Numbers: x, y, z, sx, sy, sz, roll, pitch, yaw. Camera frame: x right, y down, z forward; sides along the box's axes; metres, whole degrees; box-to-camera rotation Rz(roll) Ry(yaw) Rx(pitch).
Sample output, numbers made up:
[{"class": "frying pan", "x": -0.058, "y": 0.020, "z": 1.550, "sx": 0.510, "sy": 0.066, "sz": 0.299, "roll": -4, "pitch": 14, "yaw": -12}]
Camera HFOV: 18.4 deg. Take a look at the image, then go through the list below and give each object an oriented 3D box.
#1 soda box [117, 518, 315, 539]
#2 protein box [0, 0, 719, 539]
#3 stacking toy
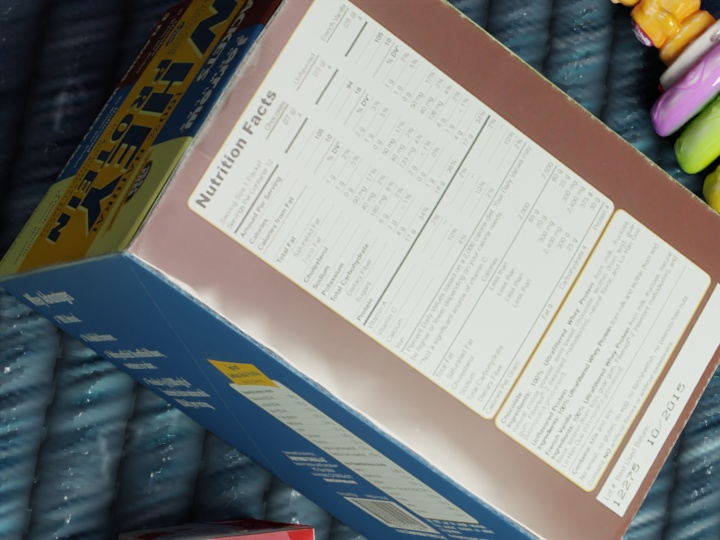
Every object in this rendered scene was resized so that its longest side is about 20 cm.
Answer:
[{"class": "soda box", "x": -0.050, "y": 0.199, "z": 0.856, "sx": 0.063, "sy": 0.070, "sz": 0.201, "roll": -4, "pitch": 88, "yaw": -22}, {"class": "protein box", "x": 0.000, "y": 0.000, "z": 0.817, "sx": 0.200, "sy": 0.198, "sz": 0.135, "roll": 36, "pitch": 75, "yaw": -16}, {"class": "stacking toy", "x": 0.168, "y": -0.069, "z": 0.948, "sx": 0.110, "sy": 0.116, "sz": 0.200, "roll": -43, "pitch": 86, "yaw": 14}]
